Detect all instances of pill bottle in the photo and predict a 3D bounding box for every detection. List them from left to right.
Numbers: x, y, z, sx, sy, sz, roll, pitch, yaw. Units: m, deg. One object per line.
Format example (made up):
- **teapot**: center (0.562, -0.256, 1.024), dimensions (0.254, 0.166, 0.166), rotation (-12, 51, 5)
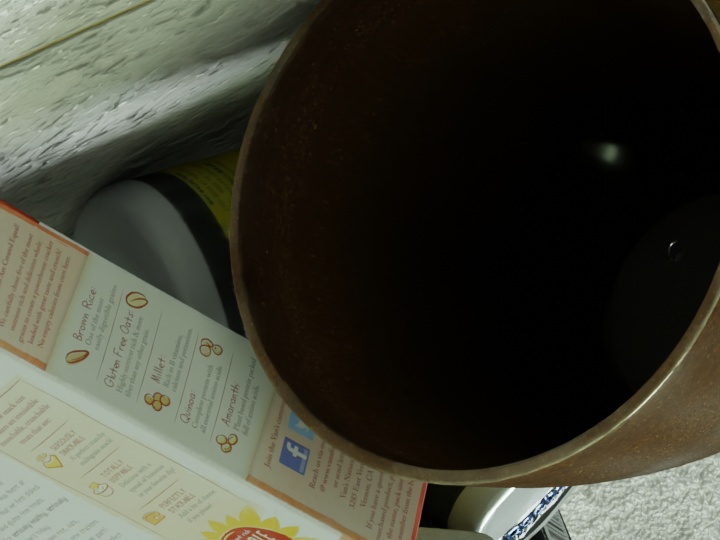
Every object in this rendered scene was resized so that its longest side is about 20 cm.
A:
- **pill bottle**: center (0.000, 0.000, 1.099), dimensions (0.199, 0.115, 0.114), rotation (-16, 167, -28)

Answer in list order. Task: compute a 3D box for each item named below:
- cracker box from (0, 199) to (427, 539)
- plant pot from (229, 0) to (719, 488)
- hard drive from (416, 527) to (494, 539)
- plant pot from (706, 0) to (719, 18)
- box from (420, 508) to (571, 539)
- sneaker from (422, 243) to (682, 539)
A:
- **cracker box**: center (-0.094, 0.062, 0.988), dimensions (0.134, 0.199, 0.058), rotation (-36, -148, 45)
- **plant pot**: center (0.085, -0.004, 0.991), dimensions (0.186, 0.188, 0.200), rotation (-32, 153, 20)
- **hard drive**: center (-0.036, 0.131, 1.148), dimensions (0.198, 0.043, 0.135), rotation (0, 164, 5)
- **plant pot**: center (0.151, -0.063, 1.043), dimensions (0.028, 0.200, 0.200), rotation (-56, -176, -24)
- **box**: center (-0.010, 0.124, 1.268), dimensions (0.200, 0.143, 0.036), rotation (-36, 140, 18)
- **sneaker**: center (0.080, 0.017, 1.205), dimensions (0.200, 0.112, 0.073), rotation (-41, 151, -15)
